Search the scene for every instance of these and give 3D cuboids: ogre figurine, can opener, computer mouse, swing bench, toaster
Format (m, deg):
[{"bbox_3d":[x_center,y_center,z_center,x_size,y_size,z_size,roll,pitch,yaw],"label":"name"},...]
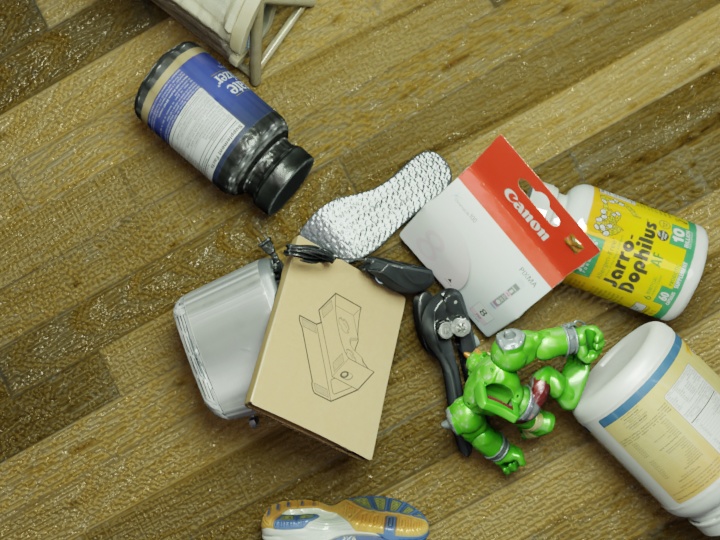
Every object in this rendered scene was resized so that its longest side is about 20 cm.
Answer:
[{"bbox_3d":[0.171,0.132,0.992,0.118,0.200,0.099,19,47,-22],"label":"ogre figurine"},{"bbox_3d":[0.116,0.117,1.054,0.062,0.079,0.203,-20,96,-6],"label":"can opener"},{"bbox_3d":[0.000,0.000,1.011,0.197,0.058,0.035,11,96,-30],"label":"computer mouse"},{"bbox_3d":[-0.171,-0.334,1.008,0.198,0.200,0.130,37,92,4],"label":"swing bench"},{"bbox_3d":[-0.130,0.075,1.045,0.127,0.114,0.203,-21,90,6],"label":"toaster"}]

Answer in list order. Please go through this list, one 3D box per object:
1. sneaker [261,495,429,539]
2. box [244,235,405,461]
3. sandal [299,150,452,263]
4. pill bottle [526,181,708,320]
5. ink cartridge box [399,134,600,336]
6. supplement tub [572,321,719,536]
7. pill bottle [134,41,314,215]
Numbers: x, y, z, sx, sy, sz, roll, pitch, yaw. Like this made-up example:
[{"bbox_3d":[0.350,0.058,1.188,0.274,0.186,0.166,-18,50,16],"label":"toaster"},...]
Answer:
[{"bbox_3d":[-0.016,0.319,1.062,0.196,0.075,0.090,-2,101,11],"label":"sneaker"},{"bbox_3d":[-0.032,0.086,1.002,0.162,0.021,0.203,30,58,-26],"label":"box"},{"bbox_3d":[0.021,-0.067,1.074,0.198,0.043,0.077,-29,89,-8],"label":"sandal"},{"bbox_3d":[0.274,-0.029,1.018,0.197,0.113,0.114,21,91,4],"label":"pill bottle"},{"bbox_3d":[0.143,-0.030,0.990,0.057,0.200,0.163,-39,86,-27],"label":"ink cartridge box"},{"bbox_3d":[0.347,0.173,0.994,0.200,0.145,0.145,45,92,3],"label":"supplement tub"},{"bbox_3d":[-0.154,-0.160,1.049,0.199,0.112,0.112,40,92,3],"label":"pill bottle"}]
